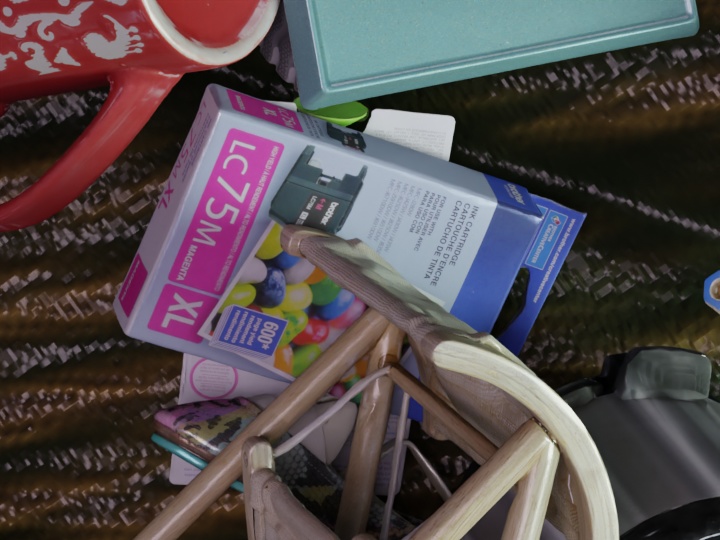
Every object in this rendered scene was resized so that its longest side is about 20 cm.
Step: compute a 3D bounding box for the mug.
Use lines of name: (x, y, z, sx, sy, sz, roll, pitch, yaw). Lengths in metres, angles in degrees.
mug: (-0.136, -0.121, 1.270, 0.200, 0.133, 0.178, -3, 114, 38)

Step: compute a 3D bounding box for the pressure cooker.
pressure cooker: (0.131, 0.141, 1.250, 0.176, 0.200, 0.179, -39, 117, 1)

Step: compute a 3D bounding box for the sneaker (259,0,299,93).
sneaker: (-0.042, -0.171, 1.312, 0.200, 0.082, 0.075, 57, 146, 12)

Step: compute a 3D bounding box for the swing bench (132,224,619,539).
swing bench: (0.007, 0.107, 1.182, 0.130, 0.199, 0.200, 27, 95, -23)

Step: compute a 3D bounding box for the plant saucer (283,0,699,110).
plant saucer: (0.063, -0.125, 1.260, 0.200, 0.019, 0.070, -12, 97, -18)

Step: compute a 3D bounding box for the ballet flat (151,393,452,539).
ballet flat: (-0.007, 0.102, 1.319, 0.200, 0.069, 0.071, 37, 89, -21)

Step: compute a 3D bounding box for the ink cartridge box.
ink cartridge box: (0.000, 0.000, 1.283, 0.200, 0.042, 0.120, 17, 110, -22)

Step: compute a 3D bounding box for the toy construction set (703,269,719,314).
toy construction set: (0.226, -0.067, 1.253, 0.131, 0.092, 0.201, 8, 93, 37)

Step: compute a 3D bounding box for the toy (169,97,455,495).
toy: (-0.026, 0.008, 1.331, 0.115, 0.047, 0.200, 4, 115, -9)
